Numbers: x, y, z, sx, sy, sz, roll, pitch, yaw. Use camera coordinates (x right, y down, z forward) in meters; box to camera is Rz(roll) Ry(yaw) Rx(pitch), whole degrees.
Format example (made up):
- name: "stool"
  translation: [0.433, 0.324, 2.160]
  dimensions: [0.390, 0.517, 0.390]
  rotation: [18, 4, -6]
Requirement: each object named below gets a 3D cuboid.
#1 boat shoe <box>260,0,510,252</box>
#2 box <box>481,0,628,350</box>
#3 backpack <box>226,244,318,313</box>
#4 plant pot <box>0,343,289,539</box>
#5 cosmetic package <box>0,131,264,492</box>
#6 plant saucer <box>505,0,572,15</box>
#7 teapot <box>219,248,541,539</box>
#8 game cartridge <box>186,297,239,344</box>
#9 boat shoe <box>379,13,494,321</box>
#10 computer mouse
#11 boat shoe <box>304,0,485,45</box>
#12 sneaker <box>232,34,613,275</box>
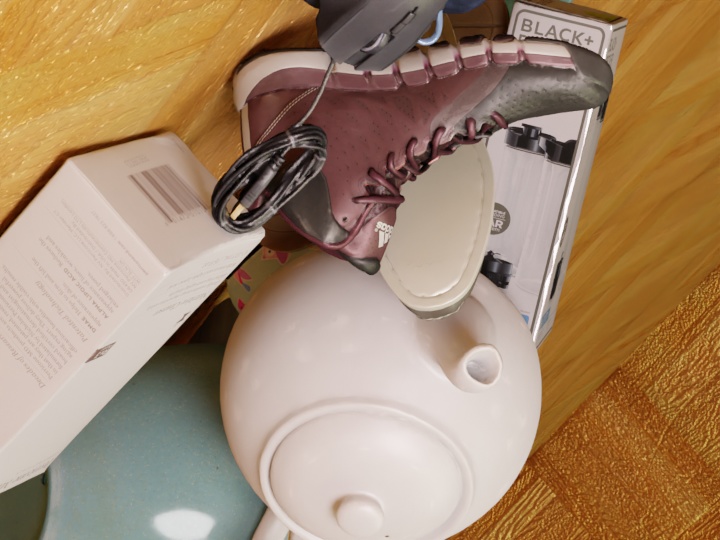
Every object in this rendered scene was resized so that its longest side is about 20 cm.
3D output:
- name: "boat shoe"
  translation: [0.015, -0.084, 1.508]
  dimensions: [0.200, 0.071, 0.065]
  rotation: [-43, 168, 1]
- name: "box"
  translation: [0.102, -0.059, 1.522]
  dimensions: [0.117, 0.060, 0.201]
  rotation: [-30, 133, -78]
- name: "backpack"
  translation: [0.000, 0.000, 1.629]
  dimensions: [0.167, 0.127, 0.200]
  rotation: [-45, 171, 16]
- name: "plant pot"
  translation: [-0.151, 0.140, 1.580]
  dimensions: [0.134, 0.201, 0.200]
  rotation: [7, 140, -33]
- name: "cosmetic package"
  translation: [-0.157, 0.028, 1.324]
  dimensions: [0.200, 0.081, 0.113]
  rotation: [-48, 169, 26]
- name: "plant saucer"
  translation: [0.116, -0.175, 1.644]
  dimensions: [0.070, 0.019, 0.200]
  rotation: [-39, 168, -17]
- name: "teapot"
  translation: [0.005, 0.093, 1.437]
  dimensions: [0.146, 0.197, 0.200]
  rotation: [-80, 158, -48]
- name: "game cartridge"
  translation: [-0.123, 0.122, 1.733]
  dimensions: [0.200, 0.041, 0.133]
  rotation: [-51, -159, 46]
- name: "boat shoe"
  translation: [0.035, -0.054, 1.393]
  dimensions: [0.072, 0.202, 0.060]
  rotation: [-7, 146, 2]
- name: "computer mouse"
  translation: [-0.010, -0.092, 1.250]
  dimensions: [0.059, 0.034, 0.200]
  rotation: [11, 122, -40]
- name: "boat shoe"
  translation: [0.048, -0.166, 1.301]
  dimensions: [0.200, 0.069, 0.084]
  rotation: [-28, 163, -42]
- name: "sneaker"
  translation: [0.032, -0.055, 1.324]
  dimensions: [0.199, 0.116, 0.076]
  rotation: [-3, 166, 15]
